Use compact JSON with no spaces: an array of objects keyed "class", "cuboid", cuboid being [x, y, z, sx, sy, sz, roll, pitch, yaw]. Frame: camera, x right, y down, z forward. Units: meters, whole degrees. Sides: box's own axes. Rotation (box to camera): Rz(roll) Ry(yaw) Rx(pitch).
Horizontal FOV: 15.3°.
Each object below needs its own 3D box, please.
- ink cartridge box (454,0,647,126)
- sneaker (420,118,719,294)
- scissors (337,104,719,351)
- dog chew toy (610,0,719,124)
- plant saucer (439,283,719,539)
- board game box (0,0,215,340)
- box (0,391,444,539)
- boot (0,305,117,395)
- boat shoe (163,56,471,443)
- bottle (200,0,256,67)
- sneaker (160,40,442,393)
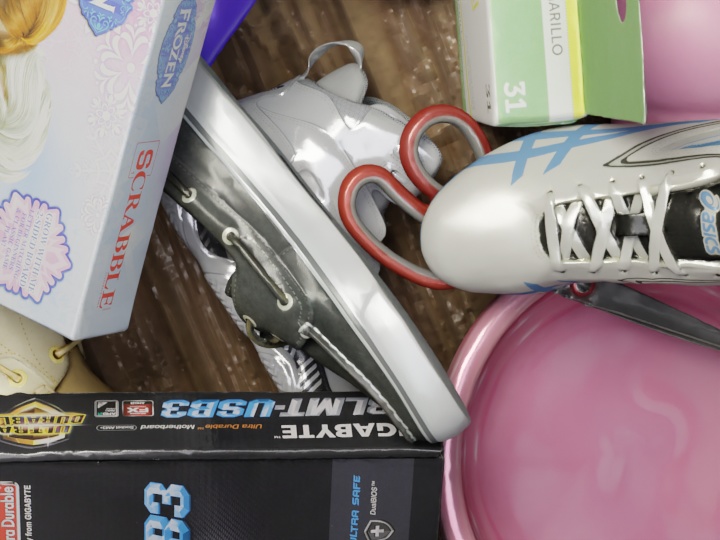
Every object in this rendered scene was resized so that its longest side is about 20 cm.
[{"class":"ink cartridge box","cuboid":[0.071,-0.132,1.097,0.048,0.200,0.146,-5,96,-4]},{"class":"sneaker","cuboid":[0.120,-0.025,1.096,0.199,0.072,0.072,-7,98,9]},{"class":"scissors","cuboid":[0.080,0.006,1.150,0.200,0.014,0.073,37,84,-14]},{"class":"dog chew toy","cuboid":[0.148,-0.119,1.149,0.124,0.125,0.201,0,104,-4]},{"class":"plant saucer","cuboid":[0.125,0.083,1.189,0.200,0.051,0.202,0,88,-12]},{"class":"board game box","cuboid":[-0.157,-0.102,1.072,0.199,0.041,0.201,23,107,25]},{"class":"box","cuboid":[-0.069,0.142,1.155,0.197,0.050,0.201,0,125,-6]},{"class":"boot","cuboid":[-0.136,-0.005,1.161,0.200,0.073,0.156,31,98,-1]},{"class":"boat shoe","cuboid":[-0.032,-0.002,1.102,0.057,0.069,0.200,-39,78,2]},{"class":"bottle","cuboid":[-0.137,-0.157,1.148,0.200,0.065,0.084,36,92,-7]},{"class":"sneaker","cuboid":[0.000,0.000,1.171,0.115,0.075,0.200,-33,95,2]}]
